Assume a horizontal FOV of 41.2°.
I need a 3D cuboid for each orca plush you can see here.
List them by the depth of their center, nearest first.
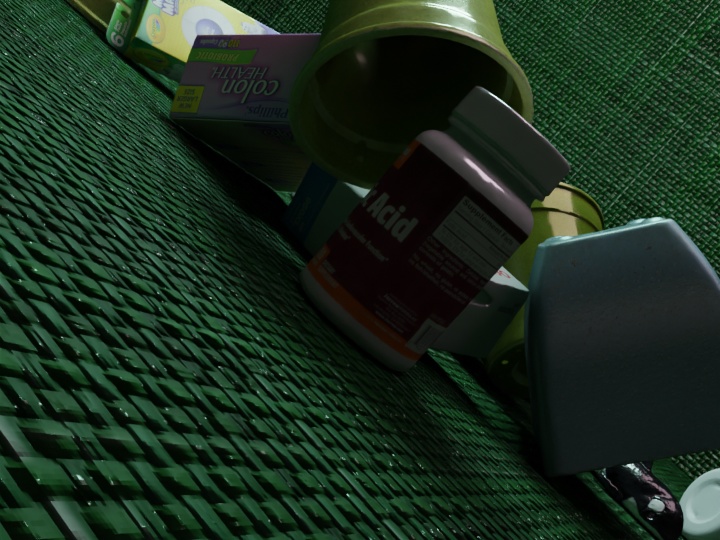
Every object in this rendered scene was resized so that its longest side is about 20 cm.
[{"bbox_3d":[0.314,0.225,1.102,0.105,0.071,0.200,39,7,-20],"label":"orca plush"}]

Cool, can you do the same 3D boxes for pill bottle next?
[{"bbox_3d":[0.057,-0.032,0.727,0.114,0.200,0.114,40,6,-5],"label":"pill bottle"},{"bbox_3d":[0.518,0.356,1.250,0.200,0.111,0.111,39,6,-13],"label":"pill bottle"}]

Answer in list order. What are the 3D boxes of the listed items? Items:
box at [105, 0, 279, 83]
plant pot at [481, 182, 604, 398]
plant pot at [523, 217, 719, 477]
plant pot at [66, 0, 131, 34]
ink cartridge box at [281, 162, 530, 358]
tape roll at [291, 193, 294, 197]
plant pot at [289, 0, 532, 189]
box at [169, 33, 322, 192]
[{"bbox_3d":[-0.203,-0.285,1.173,0.200,0.118,0.048,22,-30,-24],"label":"box"},{"bbox_3d":[0.199,0.035,1.102,0.200,0.200,0.193,36,37,-39],"label":"plant pot"},{"bbox_3d":[0.243,0.058,0.896,0.196,0.195,0.201,-13,90,-82],"label":"plant pot"},{"bbox_3d":[-0.281,-0.396,1.257,0.200,0.184,0.200,41,6,-5],"label":"plant pot"},{"bbox_3d":[0.040,-0.014,0.908,0.144,0.084,0.200,13,25,-44],"label":"ink cartridge box"},{"bbox_3d":[0.030,-0.087,1.227,0.203,0.139,0.203,41,7,-6],"label":"tape roll"},{"bbox_3d":[0.042,-0.200,0.830,0.200,0.200,0.185,35,45,-42],"label":"plant pot"},{"bbox_3d":[-0.063,-0.157,1.008,0.175,0.097,0.200,9,-13,33],"label":"box"}]
